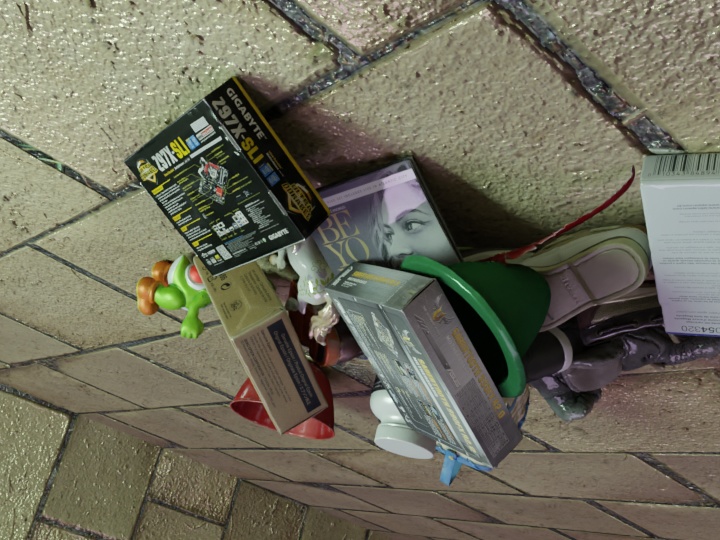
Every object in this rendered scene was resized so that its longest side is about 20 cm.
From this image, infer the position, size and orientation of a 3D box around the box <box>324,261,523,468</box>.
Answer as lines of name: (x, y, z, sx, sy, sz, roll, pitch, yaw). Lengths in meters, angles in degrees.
box: (0.061, 0.091, 0.846, 0.158, 0.048, 0.201, 11, 136, 60)

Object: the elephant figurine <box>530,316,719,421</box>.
elephant figurine: (0.276, 0.076, 0.945, 0.154, 0.143, 0.200, -19, 166, -32)

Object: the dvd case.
dvd case: (0.033, -0.010, 0.877, 0.147, 0.016, 0.202, -14, 116, 33)

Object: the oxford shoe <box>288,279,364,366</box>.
oxford shoe: (-0.047, 0.068, 1.106, 0.072, 0.072, 0.200, -3, -155, -22)

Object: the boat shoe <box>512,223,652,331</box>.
boat shoe: (0.205, 0.007, 0.845, 0.198, 0.068, 0.075, -18, 105, 42)

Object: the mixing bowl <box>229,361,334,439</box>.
mixing bowl: (-0.129, 0.222, 1.520, 0.197, 0.110, 0.201, 13, 157, 5)

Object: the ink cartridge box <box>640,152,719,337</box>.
ink cartridge box: (0.352, -0.017, 0.719, 0.194, 0.044, 0.201, 2, 140, 29)

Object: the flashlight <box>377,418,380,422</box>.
flashlight: (0.096, 0.261, 1.517, 0.067, 0.069, 0.200, 19, 155, -15)

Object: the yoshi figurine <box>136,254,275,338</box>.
yoshi figurine: (-0.213, 0.046, 1.204, 0.197, 0.114, 0.112, 5, 171, 17)

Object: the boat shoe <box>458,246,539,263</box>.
boat shoe: (0.120, 0.006, 0.936, 0.198, 0.061, 0.073, -11, 116, 16)

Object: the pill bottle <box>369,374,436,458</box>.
pill bottle: (0.077, 0.130, 1.066, 0.111, 0.203, 0.113, 13, 157, 6)

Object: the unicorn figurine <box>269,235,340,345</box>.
unicorn figurine: (-0.072, -0.023, 0.951, 0.201, 0.074, 0.138, 51, 156, 8)

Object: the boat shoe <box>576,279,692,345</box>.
boat shoe: (0.318, 0.041, 0.849, 0.197, 0.066, 0.073, -8, 172, 25)

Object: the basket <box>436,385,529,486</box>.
basket: (0.171, 0.207, 1.231, 0.138, 0.177, 0.201, 23, 146, 21)

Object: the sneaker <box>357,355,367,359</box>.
sneaker: (0.018, 0.081, 1.181, 0.077, 0.077, 0.200, 8, 165, -5)

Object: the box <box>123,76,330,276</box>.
box: (-0.140, -0.085, 0.846, 0.199, 0.049, 0.161, -18, 112, 52)

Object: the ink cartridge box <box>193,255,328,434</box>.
ink cartridge box: (-0.127, 0.075, 1.044, 0.200, 0.074, 0.166, 51, 166, 52)

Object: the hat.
hat: (0.160, 0.008, 0.818, 0.199, 0.175, 0.167, 21, 145, 57)

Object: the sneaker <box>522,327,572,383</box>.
sneaker: (0.129, 0.078, 0.934, 0.098, 0.072, 0.199, -16, -159, -33)
